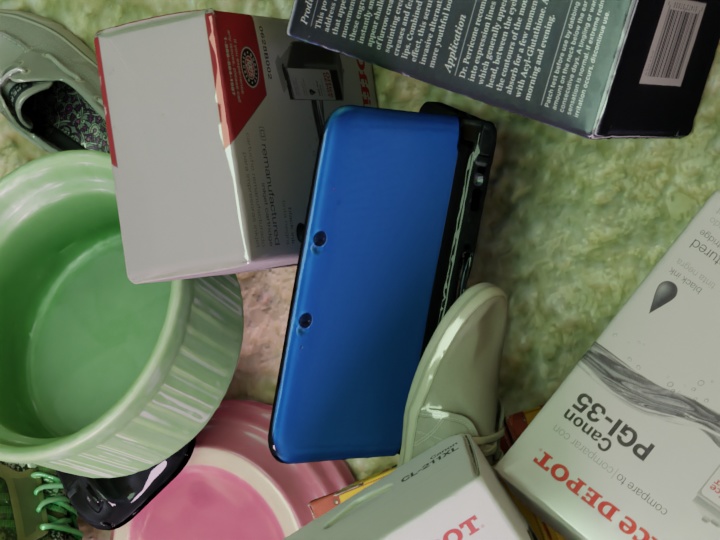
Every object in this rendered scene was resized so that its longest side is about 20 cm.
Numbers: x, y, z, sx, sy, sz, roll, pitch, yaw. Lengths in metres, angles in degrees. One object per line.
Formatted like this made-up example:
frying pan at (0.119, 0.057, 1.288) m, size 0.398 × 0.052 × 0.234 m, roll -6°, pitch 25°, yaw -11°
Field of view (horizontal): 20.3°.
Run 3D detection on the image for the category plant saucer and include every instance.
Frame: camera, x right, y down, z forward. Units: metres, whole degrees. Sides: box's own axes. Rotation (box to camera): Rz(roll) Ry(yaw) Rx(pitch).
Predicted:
plant saucer at (-0.087, 0.186, 1.308) m, size 0.200 × 0.051 × 0.201 m, roll 3°, pitch 95°, yaw 29°

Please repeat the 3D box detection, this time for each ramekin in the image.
ramekin at (-0.170, 0.034, 1.259) m, size 0.200 × 0.098 × 0.200 m, roll -11°, pitch 65°, yaw 26°

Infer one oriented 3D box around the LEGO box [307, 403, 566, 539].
LEGO box at (0.078, 0.200, 1.202) m, size 0.149 × 0.077 × 0.200 m, roll -25°, pitch 82°, yaw 27°

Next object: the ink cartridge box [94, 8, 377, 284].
ink cartridge box at (-0.062, -0.073, 1.191) m, size 0.083 × 0.200 × 0.147 m, roll -8°, pitch 90°, yaw 26°

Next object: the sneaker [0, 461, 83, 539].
sneaker at (-0.221, 0.158, 1.360) m, size 0.200 × 0.077 × 0.089 m, roll 37°, pitch 94°, yaw 33°

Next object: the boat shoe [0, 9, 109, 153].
boat shoe at (-0.208, -0.113, 1.342) m, size 0.200 × 0.068 × 0.072 m, roll 40°, pitch 111°, yaw 20°

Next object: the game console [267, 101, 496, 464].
game console at (0.000, 0.000, 1.161) m, size 0.118 × 0.171 × 0.200 m, roll 9°, pitch 99°, yaw -16°

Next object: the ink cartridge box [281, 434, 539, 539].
ink cartridge box at (0.051, 0.212, 1.072) m, size 0.146 × 0.083 × 0.200 m, roll -33°, pitch 101°, yaw 5°

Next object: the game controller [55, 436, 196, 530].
game controller at (-0.178, 0.072, 1.333) m, size 0.104 × 0.042 × 0.200 m, roll -39°, pitch 57°, yaw 11°

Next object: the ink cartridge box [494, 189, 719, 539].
ink cartridge box at (0.193, 0.082, 1.089) m, size 0.146 × 0.083 × 0.200 m, roll 37°, pitch 86°, yaw 21°

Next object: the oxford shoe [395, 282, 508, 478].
oxford shoe at (0.056, 0.103, 1.122) m, size 0.058 × 0.075 × 0.200 m, roll 24°, pitch 109°, yaw 33°

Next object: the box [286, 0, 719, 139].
box at (0.086, -0.152, 1.131) m, size 0.200 × 0.148 × 0.107 m, roll 22°, pitch 104°, yaw 26°
